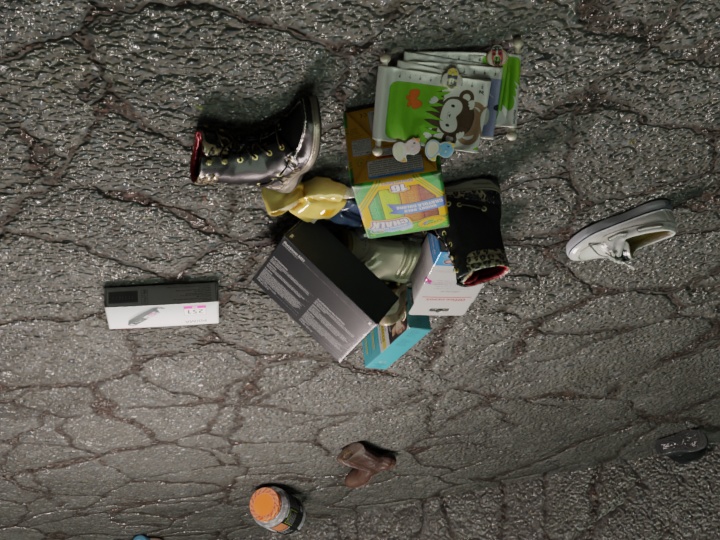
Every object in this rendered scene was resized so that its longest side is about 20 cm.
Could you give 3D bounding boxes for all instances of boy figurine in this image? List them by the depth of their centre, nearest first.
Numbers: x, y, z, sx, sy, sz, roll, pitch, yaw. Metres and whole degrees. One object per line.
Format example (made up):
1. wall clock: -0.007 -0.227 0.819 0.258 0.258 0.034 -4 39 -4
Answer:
1. boy figurine: -0.056 -0.100 1.500 0.198 0.066 0.124 12 157 -38

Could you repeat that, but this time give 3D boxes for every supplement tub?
1. supplement tub: -0.252 0.721 3.030 0.121 0.124 0.200 -14 153 13

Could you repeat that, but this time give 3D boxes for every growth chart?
1. growth chart: 0.109 -0.212 1.268 0.196 0.147 0.018 -5 -166 -3

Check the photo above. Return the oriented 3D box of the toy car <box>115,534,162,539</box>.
1. toy car: -0.742 1.020 3.411 0.174 0.203 0.184 -15 153 16

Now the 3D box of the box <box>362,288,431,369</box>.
1. box: 0.066 0.116 1.943 0.048 0.084 0.200 6 150 -24

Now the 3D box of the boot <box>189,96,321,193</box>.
1. boot: -0.140 -0.166 1.337 0.148 0.074 0.200 1 160 -21

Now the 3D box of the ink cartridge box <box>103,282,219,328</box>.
1. ink cartridge box: -0.353 0.081 1.809 0.196 0.044 0.174 -3 152 -9

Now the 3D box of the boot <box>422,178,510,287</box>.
1. boot: 0.127 -0.050 1.543 0.200 0.156 0.074 -12 154 9

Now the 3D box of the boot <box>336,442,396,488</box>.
1. boot: -0.020 0.541 2.794 0.185 0.065 0.199 -35 148 21

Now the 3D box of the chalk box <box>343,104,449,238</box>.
1. chalk box: 0.055 -0.128 1.402 0.122 0.126 0.201 -10 154 6

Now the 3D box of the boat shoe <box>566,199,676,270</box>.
1. boat shoe: 0.449 -0.041 1.723 0.200 0.087 0.074 -24 150 29

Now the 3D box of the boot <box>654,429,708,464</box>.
1. boot: 1.010 0.543 3.066 0.163 0.067 0.199 -15 151 35

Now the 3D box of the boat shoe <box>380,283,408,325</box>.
1. boat shoe: 0.051 0.061 1.777 0.071 0.066 0.200 -12 -178 6

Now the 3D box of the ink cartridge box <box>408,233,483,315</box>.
1. ink cartridge box: 0.155 -0.002 1.729 0.113 0.069 0.201 1 146 -16

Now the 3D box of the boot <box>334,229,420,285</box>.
1. boot: 0.000 0.000 1.711 0.152 0.073 0.200 4 151 -27

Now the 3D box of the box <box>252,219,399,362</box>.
1. box: -0.057 0.028 1.606 0.200 0.079 0.141 43 141 0
